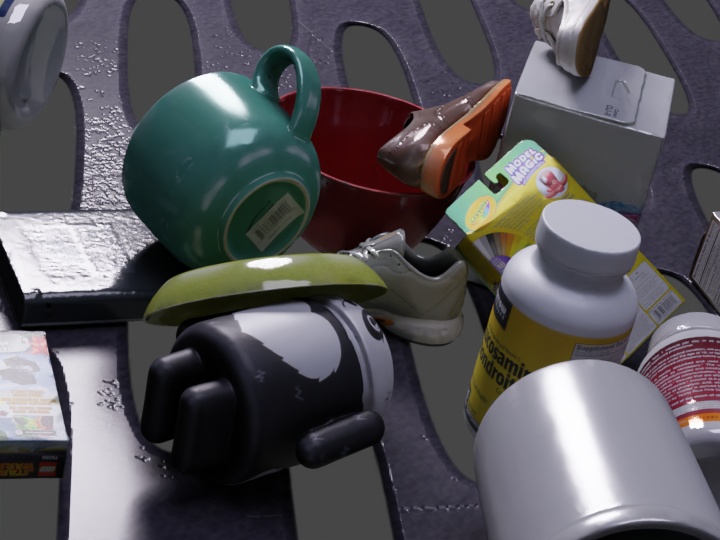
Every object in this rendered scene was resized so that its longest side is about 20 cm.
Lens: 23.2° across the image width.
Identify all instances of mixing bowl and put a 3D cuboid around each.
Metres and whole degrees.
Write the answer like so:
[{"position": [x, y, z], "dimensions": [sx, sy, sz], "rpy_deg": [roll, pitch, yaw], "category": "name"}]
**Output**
[{"position": [0.001, -0.078, 1.636], "dimensions": [0.198, 0.109, 0.201], "rpy_deg": [10, 31, -6], "category": "mixing bowl"}]

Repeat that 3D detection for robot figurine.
[{"position": [-0.066, 0.086, 1.317], "dimensions": [0.199, 0.125, 0.152], "rpy_deg": [-13, 77, -38], "category": "robot figurine"}]

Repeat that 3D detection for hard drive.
[{"position": [-0.209, -0.006, 1.503], "dimensions": [0.198, 0.033, 0.140], "rpy_deg": [-2, 34, -26], "category": "hard drive"}]

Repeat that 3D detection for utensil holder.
[{"position": [0.169, 0.182, 1.224], "dimensions": [0.168, 0.171, 0.201], "rpy_deg": [8, 28, -10], "category": "utensil holder"}]

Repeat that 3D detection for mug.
[{"position": [-0.105, -0.084, 1.460], "dimensions": [0.151, 0.186, 0.114], "rpy_deg": [-15, 44, -35], "category": "mug"}]

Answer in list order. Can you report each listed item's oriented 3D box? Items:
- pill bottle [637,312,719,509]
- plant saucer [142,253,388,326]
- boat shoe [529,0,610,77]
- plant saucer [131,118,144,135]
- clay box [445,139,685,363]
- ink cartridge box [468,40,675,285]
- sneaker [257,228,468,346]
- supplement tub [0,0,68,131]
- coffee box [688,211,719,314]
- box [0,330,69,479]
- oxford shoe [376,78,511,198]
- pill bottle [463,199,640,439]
[{"position": [0.279, 0.121, 1.421], "dimensions": [0.112, 0.114, 0.201], "rpy_deg": [13, 31, -2], "category": "pill bottle"}, {"position": [-0.077, 0.014, 1.401], "dimensions": [0.198, 0.031, 0.200], "rpy_deg": [-7, -8, -1], "category": "plant saucer"}, {"position": [0.190, -0.230, 1.623], "dimensions": [0.069, 0.072, 0.200], "rpy_deg": [11, 23, 9], "category": "boat shoe"}, {"position": [-0.127, -0.130, 1.738], "dimensions": [0.199, 0.039, 0.202], "rpy_deg": [11, 31, -7], "category": "plant saucer"}, {"position": [0.172, -0.006, 1.526], "dimensions": [0.115, 0.048, 0.200], "rpy_deg": [-40, 84, -19], "category": "clay box"}, {"position": [0.197, -0.087, 1.644], "dimensions": [0.143, 0.202, 0.146], "rpy_deg": [17, 30, 5], "category": "ink cartridge box"}, {"position": [0.000, 0.000, 1.523], "dimensions": [0.198, 0.093, 0.076], "rpy_deg": [7, 31, -10], "category": "sneaker"}, {"position": [-0.397, -0.229, 1.682], "dimensions": [0.198, 0.146, 0.145], "rpy_deg": [19, 30, 8], "category": "supplement tub"}, {"position": [0.415, 0.029, 1.664], "dimensions": [0.113, 0.080, 0.201], "rpy_deg": [1, 33, -22], "category": "coffee box"}, {"position": [-0.321, 0.096, 1.278], "dimensions": [0.198, 0.040, 0.137], "rpy_deg": [2, 33, -20], "category": "box"}, {"position": [0.081, -0.134, 1.590], "dimensions": [0.072, 0.072, 0.200], "rpy_deg": [20, 31, 19], "category": "oxford shoe"}, {"position": [0.157, 0.050, 1.398], "dimensions": [0.111, 0.202, 0.112], "rpy_deg": [11, 29, -6], "category": "pill bottle"}]
